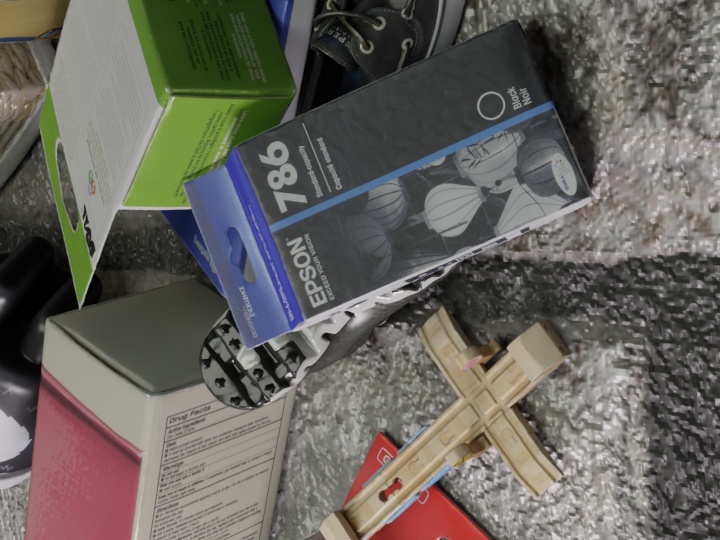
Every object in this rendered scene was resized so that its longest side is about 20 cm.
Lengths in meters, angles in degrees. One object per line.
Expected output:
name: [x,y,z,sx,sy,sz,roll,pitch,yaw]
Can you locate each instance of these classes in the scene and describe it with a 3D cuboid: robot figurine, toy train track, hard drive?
robot figurine: [-0.255,0.071,1.015,0.200,0.124,0.151,-53,53,37]
toy train track: [0.037,0.100,0.798,0.200,0.032,0.115,-47,68,30]
hard drive: [-0.076,-0.102,0.844,0.132,0.025,0.202,47,132,50]

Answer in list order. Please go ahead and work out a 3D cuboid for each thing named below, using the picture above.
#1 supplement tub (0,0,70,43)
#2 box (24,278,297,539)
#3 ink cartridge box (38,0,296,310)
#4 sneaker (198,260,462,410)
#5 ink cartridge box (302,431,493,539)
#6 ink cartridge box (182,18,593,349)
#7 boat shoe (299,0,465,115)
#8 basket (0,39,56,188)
supplement tub: [-0.252,-0.211,0.882,0.144,0.199,0.146,12,109,40]
box: [-0.130,0.125,0.914,0.109,0.127,0.202,29,119,34]
ink cartridge box: [-0.121,-0.094,0.825,0.200,0.075,0.149,-57,44,48]
sneaker: [0.000,0.000,0.802,0.200,0.090,0.067,-39,84,16]
ink cartridge box: [0.034,0.227,0.851,0.200,0.045,0.177,42,127,26]
ink cartridge box: [0.009,-0.041,0.730,0.199,0.039,0.100,-25,85,9]
boat shoe: [0.000,-0.117,0.770,0.070,0.066,0.201,36,124,29]
basket: [-0.347,-0.143,1.019,0.200,0.160,0.199,-43,74,42]
